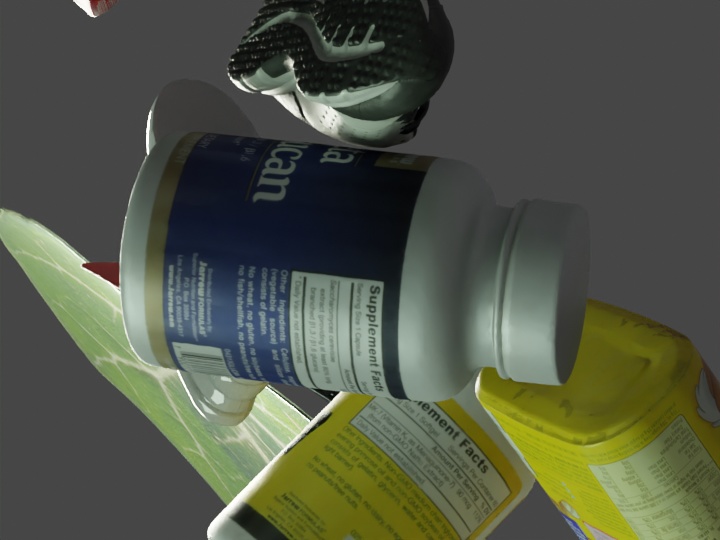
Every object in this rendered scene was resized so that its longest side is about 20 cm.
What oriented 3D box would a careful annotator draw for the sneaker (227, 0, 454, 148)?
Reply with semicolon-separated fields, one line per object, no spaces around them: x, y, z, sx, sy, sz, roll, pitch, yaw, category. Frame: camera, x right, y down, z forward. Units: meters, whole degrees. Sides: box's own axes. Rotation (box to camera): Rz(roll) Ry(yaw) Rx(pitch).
0.008;-0.093;1.204;0.080;0.074;0.200;33;176;-17;sneaker

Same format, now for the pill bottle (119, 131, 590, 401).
0.000;0.000;1.234;0.199;0.112;0.111;7;156;13;pill bottle

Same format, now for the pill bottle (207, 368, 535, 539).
0.023;0.111;1.466;0.114;0.200;0.114;43;167;12;pill bottle

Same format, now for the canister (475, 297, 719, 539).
0.155;0.116;1.311;0.200;0.087;0.148;53;166;-26;canister

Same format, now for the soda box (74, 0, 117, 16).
-0.144;-0.203;1.338;0.070;0.063;0.200;43;167;15;soda box

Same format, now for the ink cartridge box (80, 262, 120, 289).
-0.030;0.000;1.405;0.173;0.044;0.200;2;-169;-28;ink cartridge box

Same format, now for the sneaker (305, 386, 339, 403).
0.018;0.073;1.742;0.200;0.072;0.083;43;-168;19;sneaker

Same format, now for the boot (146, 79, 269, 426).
-0.092;-0.009;1.561;0.096;0.073;0.201;-58;37;43;boot
